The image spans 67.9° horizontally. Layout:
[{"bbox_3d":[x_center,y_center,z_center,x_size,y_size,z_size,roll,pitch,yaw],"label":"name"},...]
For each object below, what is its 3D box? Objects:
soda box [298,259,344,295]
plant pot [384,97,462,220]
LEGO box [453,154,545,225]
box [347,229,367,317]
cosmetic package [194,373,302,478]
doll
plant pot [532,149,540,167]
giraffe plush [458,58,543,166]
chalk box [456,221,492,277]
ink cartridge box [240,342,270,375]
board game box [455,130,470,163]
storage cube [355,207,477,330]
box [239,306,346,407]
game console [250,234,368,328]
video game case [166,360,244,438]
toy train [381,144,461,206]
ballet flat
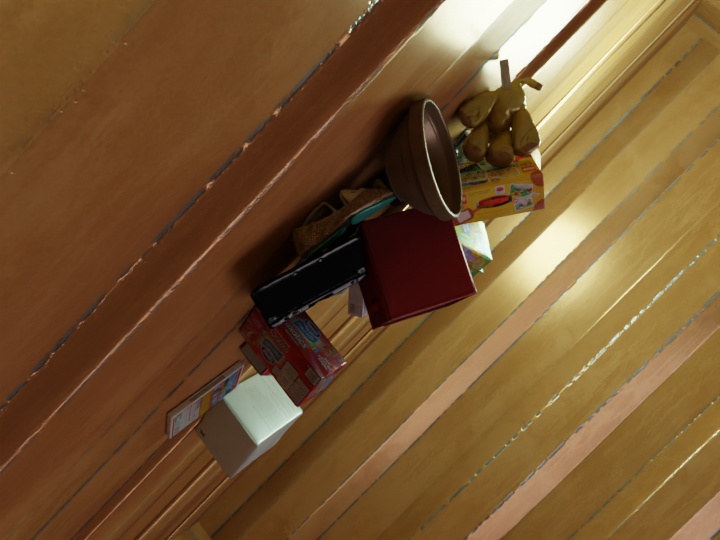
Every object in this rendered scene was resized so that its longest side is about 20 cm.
[{"bbox_3d":[-0.073,0.012,1.136,0.064,0.068,0.199,-47,167,13],"label":"soda box"},{"bbox_3d":[0.101,-0.178,0.908,0.091,0.206,0.200,-13,-178,26],"label":"plant pot"},{"bbox_3d":[0.269,-0.174,1.122,0.195,0.078,0.150,-10,-150,10],"label":"LEGO box"},{"bbox_3d":[0.000,0.000,1.147,0.039,0.041,0.205,-33,129,-59],"label":"box"},{"bbox_3d":[-0.299,0.406,1.441,0.168,0.167,0.199,-50,165,29],"label":"cosmetic package"},{"bbox_3d":[-0.030,-0.086,1.003,0.199,0.048,0.137,-40,166,-25],"label":"doll"},{"bbox_3d":[0.454,-0.302,1.604,0.141,0.198,0.201,-56,177,-35],"label":"plant pot"},{"bbox_3d":[0.291,-0.320,1.134,0.162,0.169,0.205,-31,131,-80],"label":"giraffe plush"},{"bbox_3d":[0.227,-0.055,1.272,0.197,0.126,0.124,20,135,-28],"label":"chalk box"},{"bbox_3d":[-0.179,0.170,1.262,0.146,0.083,0.200,-44,168,-3],"label":"ink cartridge box"},{"bbox_3d":[0.240,-0.215,1.285,0.034,0.126,0.201,-26,159,-53],"label":"board game box"},{"bbox_3d":[0.091,-0.006,1.018,0.196,0.183,0.171,-16,171,-12],"label":"storage cube"},{"bbox_3d":[-0.137,0.153,1.070,0.100,0.200,0.095,-50,164,29],"label":"box"},{"bbox_3d":[-0.096,-0.002,0.921,0.197,0.176,0.118,-27,121,-9],"label":"game console"},{"bbox_3d":[-0.361,0.300,1.243,0.199,0.017,0.144,-36,164,-36],"label":"video game case"},{"bbox_3d":[0.121,-0.201,1.069,0.199,0.086,0.114,-36,179,-45],"label":"toy train"},{"bbox_3d":[-0.032,-0.098,0.902,0.198,0.066,0.071,-35,173,-12],"label":"ballet flat"}]
